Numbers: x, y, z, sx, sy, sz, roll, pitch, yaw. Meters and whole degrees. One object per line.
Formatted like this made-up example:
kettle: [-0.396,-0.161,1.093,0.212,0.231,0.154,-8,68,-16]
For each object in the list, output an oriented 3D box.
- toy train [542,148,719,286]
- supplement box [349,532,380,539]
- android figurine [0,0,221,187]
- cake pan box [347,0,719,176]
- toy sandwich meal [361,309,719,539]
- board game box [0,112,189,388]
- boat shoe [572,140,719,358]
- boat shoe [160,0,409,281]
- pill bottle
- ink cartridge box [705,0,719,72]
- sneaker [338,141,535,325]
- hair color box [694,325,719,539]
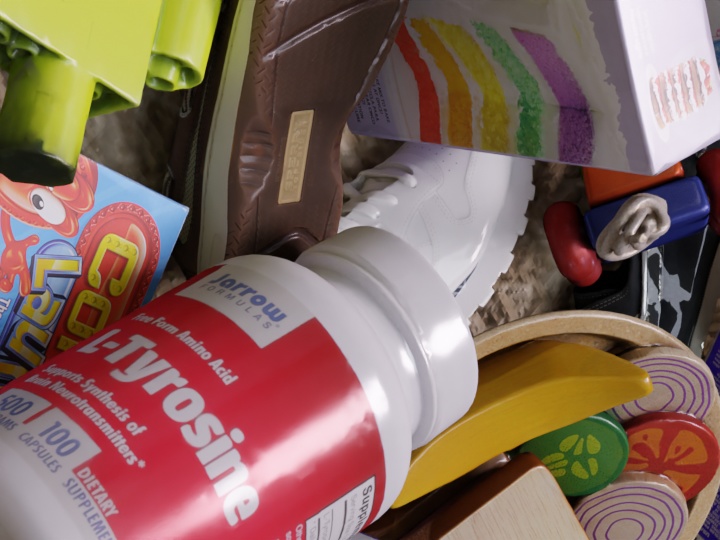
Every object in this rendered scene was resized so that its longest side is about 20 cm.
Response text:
toy train: [0.105,-0.062,1.059,0.200,0.085,0.116,20,51,-82]
supplement box: [-0.061,0.196,1.030,0.103,0.101,0.200,13,92,-43]
android figurine: [-0.115,-0.137,0.897,0.182,0.041,0.200,34,59,-41]
cake pan box: [0.045,-0.142,0.972,0.052,0.184,0.200,-29,116,-34]
toy sandwich meal: [0.077,0.110,1.114,0.205,0.070,0.205,-10,123,-16]
board game box: [-0.181,0.028,0.907,0.196,0.056,0.200,27,83,-43]
boat shoe: [0.128,0.028,1.194,0.068,0.072,0.200,14,100,-5]
boat shoe: [-0.039,-0.082,0.981,0.075,0.075,0.202,0,115,-43]
pill bottle: [-0.056,0.064,0.915,0.200,0.112,0.112,-31,121,-33]
ink cartridge box: [0.221,-0.146,1.205,0.146,0.083,0.200,-35,123,-31]
sneaker: [0.000,0.000,1.058,0.080,0.076,0.200,40,70,-25]
hair color box: [0.211,0.055,1.205,0.109,0.065,0.200,-25,149,-35]
